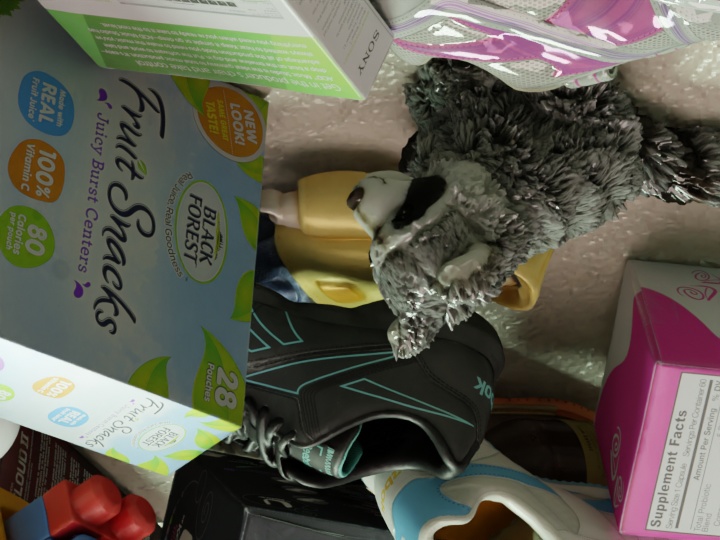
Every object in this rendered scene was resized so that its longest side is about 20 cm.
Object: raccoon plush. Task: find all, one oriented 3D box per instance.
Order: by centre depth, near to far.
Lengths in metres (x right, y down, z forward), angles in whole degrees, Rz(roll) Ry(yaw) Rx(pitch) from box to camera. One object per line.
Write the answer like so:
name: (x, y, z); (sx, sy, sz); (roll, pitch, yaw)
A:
raccoon plush: (0.092, -0.023, 1.003); (0.200, 0.134, 0.097); (5, 145, -4)

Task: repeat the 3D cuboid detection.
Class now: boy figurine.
boy figurine: (0.000, 0.000, 1.110); (0.200, 0.064, 0.124); (-6, 143, 17)

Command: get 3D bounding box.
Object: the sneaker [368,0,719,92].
sneaker: (0.092, -0.116, 0.924); (0.200, 0.081, 0.088); (7, 148, 8)

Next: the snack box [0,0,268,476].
snack box: (-0.140, -0.027, 0.981); (0.200, 0.169, 0.068); (23, 143, -30)

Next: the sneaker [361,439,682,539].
sneaker: (0.089, 0.139, 1.126); (0.200, 0.081, 0.077); (25, 111, -29)

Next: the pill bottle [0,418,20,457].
pill bottle: (-0.198, 0.024, 1.030); (0.111, 0.200, 0.111); (2, 148, 1)

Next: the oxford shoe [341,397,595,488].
oxford shoe: (0.068, 0.107, 1.255); (0.200, 0.073, 0.071); (14, 145, -17)

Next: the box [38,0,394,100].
box: (-0.092, -0.138, 0.885); (0.144, 0.036, 0.200); (10, 154, 35)

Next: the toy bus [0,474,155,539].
toy bus: (-0.173, 0.187, 1.226); (0.192, 0.136, 0.200); (-33, 138, 15)

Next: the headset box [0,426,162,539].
headset box: (-0.223, 0.147, 1.329); (0.149, 0.075, 0.200); (-13, 143, 20)

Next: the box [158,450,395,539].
box: (-0.043, 0.172, 1.236); (0.106, 0.122, 0.200); (12, -179, -14)

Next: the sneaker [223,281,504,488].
sneaker: (-0.037, 0.052, 1.067); (0.200, 0.079, 0.075); (2, 145, 8)

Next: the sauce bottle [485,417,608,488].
sauce bottle: (0.104, 0.106, 1.200); (0.200, 0.065, 0.065); (8, 147, -29)

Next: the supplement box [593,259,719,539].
supplement box: (0.222, 0.068, 1.137); (0.200, 0.101, 0.103); (7, 118, -5)
